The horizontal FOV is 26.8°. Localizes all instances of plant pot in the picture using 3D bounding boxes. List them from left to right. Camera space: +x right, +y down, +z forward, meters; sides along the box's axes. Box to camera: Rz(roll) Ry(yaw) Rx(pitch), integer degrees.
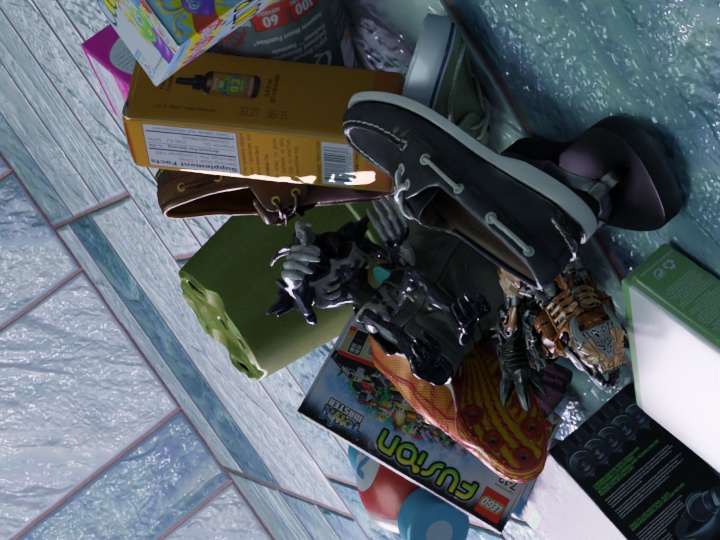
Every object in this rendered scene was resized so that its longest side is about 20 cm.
[{"bbox_3d":[-0.058,-0.006,1.365,0.200,0.189,0.201,47,163,20],"label":"plant pot"}]

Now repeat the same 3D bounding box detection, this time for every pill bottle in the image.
[{"bbox_3d":[-0.065,-0.179,1.159,0.116,0.115,0.201,42,161,33],"label":"pill bottle"}]

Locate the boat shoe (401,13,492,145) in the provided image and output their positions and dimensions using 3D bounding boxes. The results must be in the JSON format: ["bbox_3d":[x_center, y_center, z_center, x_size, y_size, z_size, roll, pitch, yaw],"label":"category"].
[{"bbox_3d":[0.063,-0.108,1.069,0.061,0.073,0.201,14,154,8],"label":"boat shoe"}]

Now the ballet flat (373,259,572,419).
[{"bbox_3d":[0.097,0.042,1.243,0.200,0.071,0.069,44,168,27],"label":"ballet flat"}]

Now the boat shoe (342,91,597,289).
[{"bbox_3d":[0.058,-0.052,0.984,0.199,0.061,0.074,32,163,25],"label":"boat shoe"}]

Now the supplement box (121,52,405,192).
[{"bbox_3d":[-0.069,-0.110,1.099,0.197,0.067,0.069,8,149,2],"label":"supplement box"}]

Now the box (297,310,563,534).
[{"bbox_3d":[0.058,0.123,1.272,0.198,0.111,0.035,29,172,8],"label":"box"}]

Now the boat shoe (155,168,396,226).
[{"bbox_3d":[-0.062,-0.065,1.166,0.072,0.197,0.068,79,-165,-63],"label":"boat shoe"}]

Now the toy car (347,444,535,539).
[{"bbox_3d":[0.064,0.117,1.353,0.184,0.175,0.202,-136,27,-66],"label":"toy car"}]

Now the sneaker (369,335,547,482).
[{"bbox_3d":[0.080,0.098,1.185,0.200,0.072,0.078,47,155,39],"label":"sneaker"}]

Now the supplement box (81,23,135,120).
[{"bbox_3d":[-0.174,-0.175,1.491,0.200,0.101,0.104,41,161,38],"label":"supplement box"}]

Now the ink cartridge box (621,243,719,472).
[{"bbox_3d":[0.252,0.091,0.958,0.200,0.048,0.146,40,160,36],"label":"ink cartridge box"}]

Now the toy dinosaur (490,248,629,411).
[{"bbox_3d":[0.137,0.014,1.067,0.201,0.101,0.137,-90,-11,-46],"label":"toy dinosaur"}]

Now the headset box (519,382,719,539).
[{"bbox_3d":[0.224,0.205,1.191,0.200,0.092,0.175,49,163,17],"label":"headset box"}]

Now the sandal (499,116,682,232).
[{"bbox_3d":[0.142,-0.051,0.977,0.077,0.043,0.200,56,164,-10],"label":"sandal"}]

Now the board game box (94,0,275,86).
[{"bbox_3d":[-0.072,-0.222,0.940,0.103,0.199,0.105,53,164,-4],"label":"board game box"}]

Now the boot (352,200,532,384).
[{"bbox_3d":[0.040,-0.006,1.194,0.200,0.130,0.068,40,159,36],"label":"boot"}]

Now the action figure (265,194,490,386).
[{"bbox_3d":[0.000,0.000,1.116,0.199,0.119,0.103,30,150,37],"label":"action figure"}]
